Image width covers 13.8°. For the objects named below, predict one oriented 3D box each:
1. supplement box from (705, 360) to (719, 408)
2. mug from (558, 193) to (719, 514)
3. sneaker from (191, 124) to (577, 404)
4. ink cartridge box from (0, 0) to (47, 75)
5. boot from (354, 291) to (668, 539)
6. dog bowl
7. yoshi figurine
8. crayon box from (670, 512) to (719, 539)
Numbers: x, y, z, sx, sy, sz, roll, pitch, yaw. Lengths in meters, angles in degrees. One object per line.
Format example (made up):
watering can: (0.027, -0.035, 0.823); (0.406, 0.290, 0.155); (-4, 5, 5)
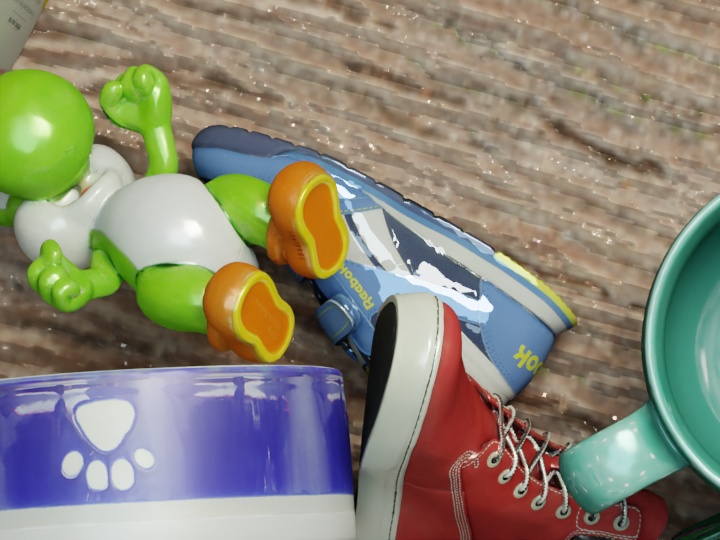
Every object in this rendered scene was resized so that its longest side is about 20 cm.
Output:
supplement box: (0.253, 0.019, 1.359); (0.200, 0.101, 0.103); (-44, 85, 0)
mug: (0.179, 0.031, 1.256); (0.184, 0.114, 0.153); (3, 87, 5)
sneaker: (0.000, 0.000, 1.388); (0.199, 0.074, 0.082); (31, 91, 5)
ink cartridge box: (-0.181, -0.147, 1.381); (0.067, 0.116, 0.201); (28, 88, 3)
boot: (0.071, 0.078, 1.327); (0.144, 0.200, 0.073); (7, 60, 3)
dog bowl: (-0.103, 0.089, 1.325); (0.199, 0.200, 0.079); (-3, 85, 3)
yoshi figurine: (-0.111, -0.035, 1.349); (0.199, 0.112, 0.113); (18, 107, 35)
crayon box: (0.208, 0.203, 1.344); (0.058, 0.119, 0.201); (-25, 86, 2)
